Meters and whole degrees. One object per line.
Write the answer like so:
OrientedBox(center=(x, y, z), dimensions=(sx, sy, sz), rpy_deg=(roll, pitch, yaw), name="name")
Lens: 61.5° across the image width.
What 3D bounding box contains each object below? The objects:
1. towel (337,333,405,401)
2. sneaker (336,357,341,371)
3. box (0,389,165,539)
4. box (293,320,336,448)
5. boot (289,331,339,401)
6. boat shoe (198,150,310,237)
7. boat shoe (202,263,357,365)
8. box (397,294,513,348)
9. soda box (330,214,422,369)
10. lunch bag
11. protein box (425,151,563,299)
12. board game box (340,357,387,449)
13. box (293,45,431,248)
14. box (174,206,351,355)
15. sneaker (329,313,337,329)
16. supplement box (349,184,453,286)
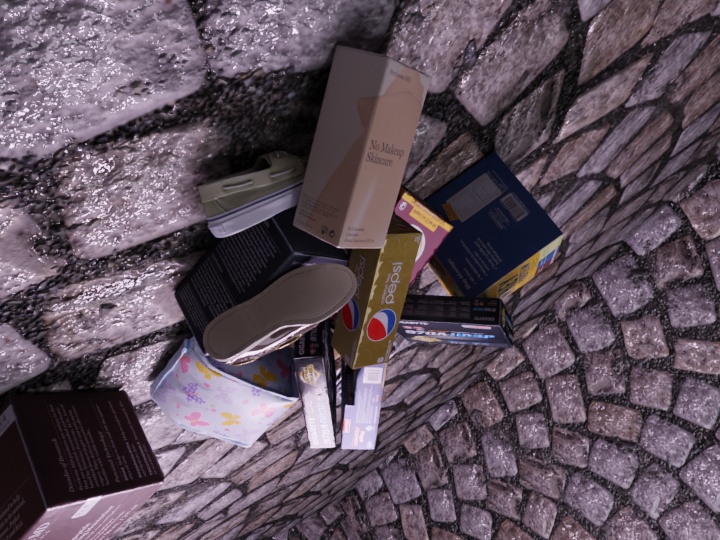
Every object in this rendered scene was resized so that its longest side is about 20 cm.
OrientedBox(center=(0.020, 0.175, 1.341), dimensions=(0.200, 0.086, 0.165), rpy_deg=(-48, 176, 27), name="towel")
OrientedBox(center=(-0.100, 0.191, 1.275), dimensions=(0.197, 0.072, 0.076), rpy_deg=(-28, -174, 14), name="sneaker")
OrientedBox(center=(-0.423, 0.288, 0.854), dimensions=(0.166, 0.166, 0.199), rpy_deg=(-43, 157, 16), name="box")
OrientedBox(center=(-0.069, 0.156, 0.973), dimensions=(0.045, 0.161, 0.204), rpy_deg=(-4, 127, 1), name="box")
OrientedBox(center=(-0.132, 0.176, 1.132), dimensions=(0.164, 0.073, 0.200), rpy_deg=(13, 129, -47), name="boot")
OrientedBox(center=(-0.099, -0.106, 0.711), dimensions=(0.199, 0.071, 0.063), rpy_deg=(-35, 117, -37), name="boat shoe")
OrientedBox(center=(-0.094, 0.056, 0.743), dimensions=(0.196, 0.073, 0.060), rpy_deg=(-28, 161, -9), name="boat shoe")
OrientedBox(center=(0.152, 0.087, 1.025), dimensions=(0.195, 0.047, 0.159), rpy_deg=(2, 161, 22), name="box")
OrientedBox(center=(0.019, 0.029, 0.828), dimensions=(0.066, 0.064, 0.205), rpy_deg=(-4, 118, -35), name="soda box")
OrientedBox(center=(-0.221, 0.178, 0.989), dimensions=(0.197, 0.129, 0.170), rpy_deg=(24, 126, -29), name="lunch bag")
OrientedBox(center=(0.219, -0.057, 1.093), dimensions=(0.198, 0.201, 0.135), rpy_deg=(-34, 158, -2), name="protein box")
OrientedBox(center=(0.000, 0.151, 1.014), dimensions=(0.060, 0.202, 0.204), rpy_deg=(2, 125, -5), name="board game box")
OrientedBox(center=(0.000, -0.134, 0.683), dimensions=(0.094, 0.077, 0.205), rpy_deg=(-5, 115, -52), name="box")
OrientedBox(center=(-0.130, 0.010, 0.831), dimensions=(0.200, 0.108, 0.147), rpy_deg=(-45, 155, 21), name="box")
OrientedBox(center=(-0.017, 0.084, 1.178), dimensions=(0.200, 0.072, 0.089), rpy_deg=(91, 20, -77), name="sneaker")
OrientedBox(center=(0.028, -0.025, 0.901), dimensions=(0.109, 0.086, 0.202), rpy_deg=(28, 103, -33), name="supplement box")
